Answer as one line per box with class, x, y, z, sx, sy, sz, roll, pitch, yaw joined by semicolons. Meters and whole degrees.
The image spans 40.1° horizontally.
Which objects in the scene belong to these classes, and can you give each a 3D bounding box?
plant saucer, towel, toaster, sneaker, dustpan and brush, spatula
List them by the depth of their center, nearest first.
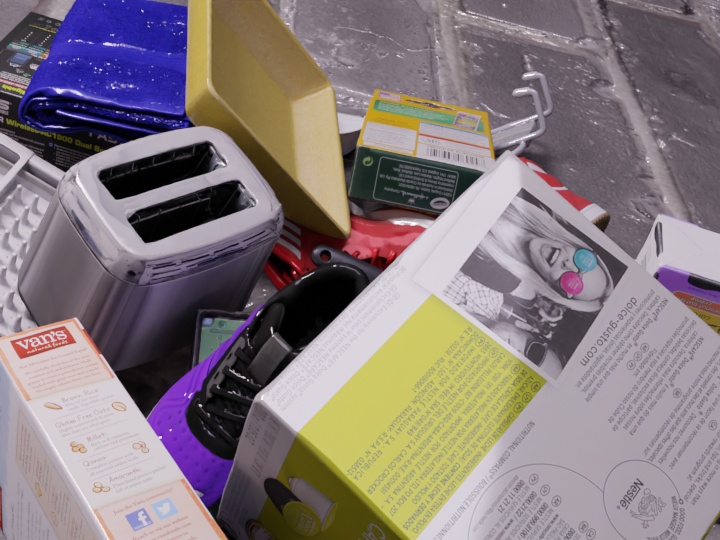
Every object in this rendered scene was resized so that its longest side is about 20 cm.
sneaker;-0.064;0.064;0.588;0.069;0.100;0.200;42;70;1
toaster;-0.145;-0.015;0.676;0.198;0.130;0.114;-23;68;-43
towel;-0.187;-0.173;0.821;0.145;0.050;0.202;12;37;-10
spatula;0.048;0.025;0.821;0.198;0.021;0.057;27;74;-15
plant saucer;-0.084;-0.143;0.822;0.200;0.048;0.202;46;27;-44
sneaker;0.000;0.000;0.858;0.197;0.079;0.116;16;48;10
sneaker;0.156;-0.048;0.967;0.112;0.072;0.199;40;34;22
dustpan and brush;-0.048;-0.146;1.021;0.137;0.058;0.202;9;37;-11

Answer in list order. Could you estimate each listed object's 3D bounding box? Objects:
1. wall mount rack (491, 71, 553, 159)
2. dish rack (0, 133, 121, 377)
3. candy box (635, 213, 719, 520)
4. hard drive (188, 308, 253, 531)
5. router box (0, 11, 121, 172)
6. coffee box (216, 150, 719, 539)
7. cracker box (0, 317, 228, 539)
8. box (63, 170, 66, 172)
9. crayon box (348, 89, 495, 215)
wall mount rack;0.124;-0.161;1.091;0.171;0.076;0.200;-16;14;20
dish rack;-0.245;-0.002;0.722;0.198;0.044;0.173;31;42;-8
candy box;0.258;0.081;0.726;0.165;0.202;0.072;18;36;2
hard drive;-0.020;0.106;0.663;0.196;0.038;0.142;6;71;-15
router box;-0.227;-0.145;0.864;0.197;0.063;0.151;16;35;-2
coffee box;0.065;0.107;0.539;0.197;0.200;0.200;42;61;10
cracker box;-0.141;0.143;0.539;0.057;0.135;0.200;-16;47;-37
box;-0.278;-0.091;0.867;0.198;0.050;0.159;-17;46;-38
crayon box;0.061;-0.112;0.931;0.123;0.052;0.201;12;25;0
